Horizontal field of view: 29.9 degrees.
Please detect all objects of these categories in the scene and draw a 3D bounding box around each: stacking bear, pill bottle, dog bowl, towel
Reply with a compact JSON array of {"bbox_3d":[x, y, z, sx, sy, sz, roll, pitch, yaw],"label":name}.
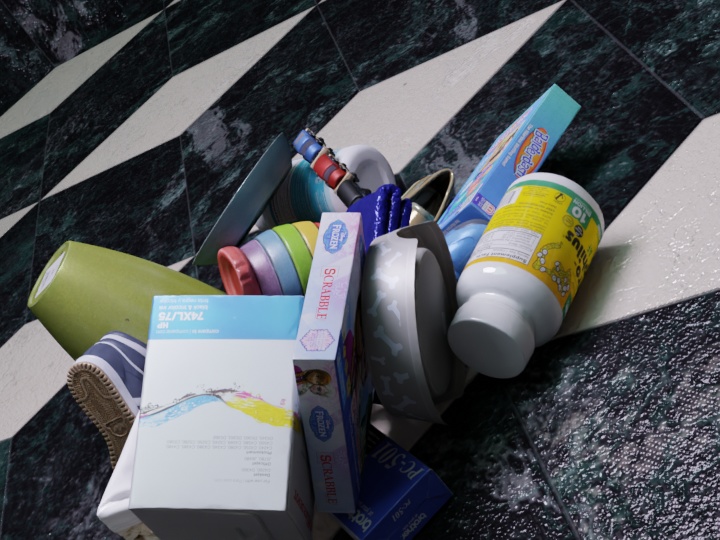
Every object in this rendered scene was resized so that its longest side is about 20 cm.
[{"bbox_3d":[-0.062,-0.010,1.629,0.199,0.122,0.114,-22,28,-15],"label":"stacking bear"},{"bbox_3d":[0.163,0.006,1.355,0.112,0.113,0.201,-9,38,43],"label":"pill bottle"},{"bbox_3d":[0.052,0.052,1.313,0.058,0.201,0.201,-6,37,16],"label":"dog bowl"},{"bbox_3d":[-0.056,-0.096,1.776,0.199,0.111,0.111,-9,38,43],"label":"pill bottle"},{"bbox_3d":[0.000,0.000,1.483,0.200,0.049,0.149,147,130,-65],"label":"towel"}]

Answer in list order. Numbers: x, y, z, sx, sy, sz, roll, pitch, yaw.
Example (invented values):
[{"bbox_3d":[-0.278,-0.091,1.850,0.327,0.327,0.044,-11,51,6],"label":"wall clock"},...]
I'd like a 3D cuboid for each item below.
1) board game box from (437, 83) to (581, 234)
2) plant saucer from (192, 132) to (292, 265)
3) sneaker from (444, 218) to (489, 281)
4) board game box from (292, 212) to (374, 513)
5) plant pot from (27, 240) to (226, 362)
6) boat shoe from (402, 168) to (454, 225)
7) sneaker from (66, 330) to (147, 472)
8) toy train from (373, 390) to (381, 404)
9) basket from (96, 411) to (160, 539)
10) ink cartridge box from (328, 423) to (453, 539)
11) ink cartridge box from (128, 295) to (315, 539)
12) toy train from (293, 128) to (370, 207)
[{"bbox_3d":[0.158,-0.104,1.541,0.200,0.045,0.152,-54,5,-28],"label":"board game box"},{"bbox_3d":[-0.139,-0.080,1.683,0.201,0.036,0.200,-56,2,3],"label":"plant saucer"},{"bbox_3d":[0.078,0.032,1.440,0.200,0.066,0.079,-45,19,17],"label":"sneaker"},{"bbox_3d":[-0.020,0.085,1.259,0.041,0.201,0.200,0,41,8],"label":"board game box"},{"bbox_3d":[-0.294,0.057,1.633,0.187,0.199,0.188,-46,24,27],"label":"plant pot"},{"bbox_3d":[0.056,-0.051,1.592,0.076,0.071,0.201,-50,9,52],"label":"boat shoe"},{"bbox_3d":[-0.252,0.162,1.531,0.070,0.201,0.109,-19,21,20],"label":"sneaker"},{"bbox_3d":[-0.036,0.113,1.407,0.198,0.034,0.046,9,46,5],"label":"toy train"},{"bbox_3d":[-0.167,0.208,1.425,0.135,0.124,0.201,-22,30,28],"label":"basket"},{"bbox_3d":[0.001,0.204,1.319,0.094,0.044,0.200,-44,28,-9],"label":"ink cartridge box"},{"bbox_3d":[-0.117,0.142,1.242,0.145,0.147,0.202,0,66,7],"label":"ink cartridge box"},{"bbox_3d":[-0.033,-0.117,1.639,0.034,0.046,0.200,-53,42,12],"label":"toy train"}]
